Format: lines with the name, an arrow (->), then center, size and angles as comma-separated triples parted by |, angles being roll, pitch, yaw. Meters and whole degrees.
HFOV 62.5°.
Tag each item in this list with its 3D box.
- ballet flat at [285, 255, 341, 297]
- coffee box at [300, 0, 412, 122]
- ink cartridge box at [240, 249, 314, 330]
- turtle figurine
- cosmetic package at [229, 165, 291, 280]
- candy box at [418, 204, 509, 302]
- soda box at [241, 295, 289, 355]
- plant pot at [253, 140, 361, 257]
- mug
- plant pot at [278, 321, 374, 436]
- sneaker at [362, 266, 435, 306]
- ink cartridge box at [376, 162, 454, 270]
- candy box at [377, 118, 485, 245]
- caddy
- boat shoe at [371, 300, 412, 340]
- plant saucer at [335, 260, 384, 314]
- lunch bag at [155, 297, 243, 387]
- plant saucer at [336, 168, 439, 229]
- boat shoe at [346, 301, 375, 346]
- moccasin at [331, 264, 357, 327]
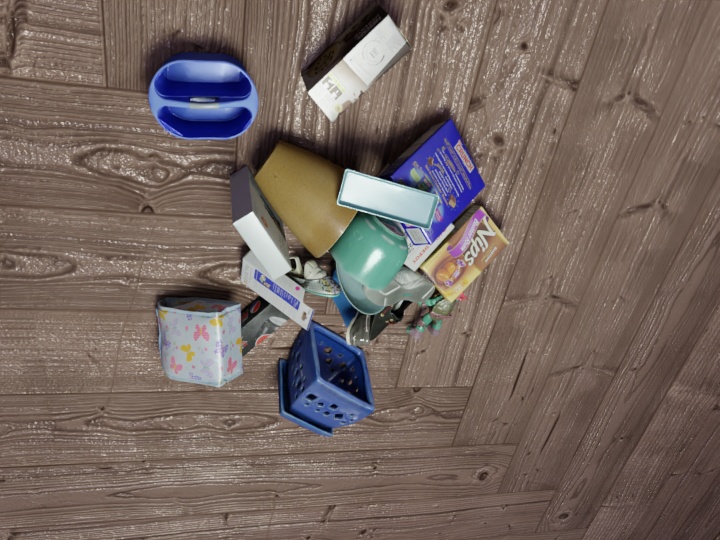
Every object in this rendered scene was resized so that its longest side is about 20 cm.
ballet flat -> -0.131, 0.006, 1.326 | 0.195, 0.072, 0.074 | 13, 130, 26
coffee box -> -0.012, -0.392, 1.113 | 0.198, 0.114, 0.080 | -39, 124, 14
ink cartridge box -> -0.181, 0.045, 1.321 | 0.198, 0.037, 0.096 | 37, 145, 9
turtle figurine -> 0.190, 0.083, 1.492 | 0.145, 0.102, 0.204 | 8, 127, -17
cosmetic package -> -0.204, -0.100, 1.202 | 0.051, 0.202, 0.152 | -29, 126, 6
candy box -> 0.241, -0.040, 1.396 | 0.200, 0.056, 0.117 | -44, 104, -2
soda box -> -0.255, 0.129, 1.425 | 0.198, 0.064, 0.071 | -38, 124, 13
plant pot -> -0.114, -0.165, 1.214 | 0.198, 0.188, 0.187 | 38, 109, -16
mug -> 0.028, -0.058, 1.234 | 0.150, 0.186, 0.116 | 36, 110, -4
plant pot -> -0.100, 0.286, 1.491 | 0.198, 0.203, 0.179 | 33, 116, -31
sneaker -> 0.078, 0.031, 1.365 | 0.195, 0.081, 0.072 | 2, 129, -37
ink cartridge box -> 0.094, -0.116, 1.339 | 0.198, 0.085, 0.145 | 33, 110, -30
candy box -> 0.150, -0.183, 1.241 | 0.200, 0.076, 0.171 | -43, 112, -21
caddy -> -0.287, -0.319, 1.093 | 0.193, 0.106, 0.145 | -3, 123, -12
boat shoe -> 0.073, 0.102, 1.470 | 0.073, 0.063, 0.203 | 6, 127, -53
plant saucer -> 0.000, 0.000, 1.352 | 0.038, 0.205, 0.201 | -13, 136, 40
lunch bag -> -0.371, 0.153, 1.346 | 0.193, 0.127, 0.176 | 3, 100, 20
plant saucer -> 0.054, -0.139, 1.152 | 0.194, 0.019, 0.072 | 14, 107, -11
boat shoe -> 0.023, 0.099, 1.395 | 0.055, 0.203, 0.068 | 7, 135, 18
moccasin -> -0.035, 0.056, 1.434 | 0.077, 0.069, 0.204 | -4, 130, 4
